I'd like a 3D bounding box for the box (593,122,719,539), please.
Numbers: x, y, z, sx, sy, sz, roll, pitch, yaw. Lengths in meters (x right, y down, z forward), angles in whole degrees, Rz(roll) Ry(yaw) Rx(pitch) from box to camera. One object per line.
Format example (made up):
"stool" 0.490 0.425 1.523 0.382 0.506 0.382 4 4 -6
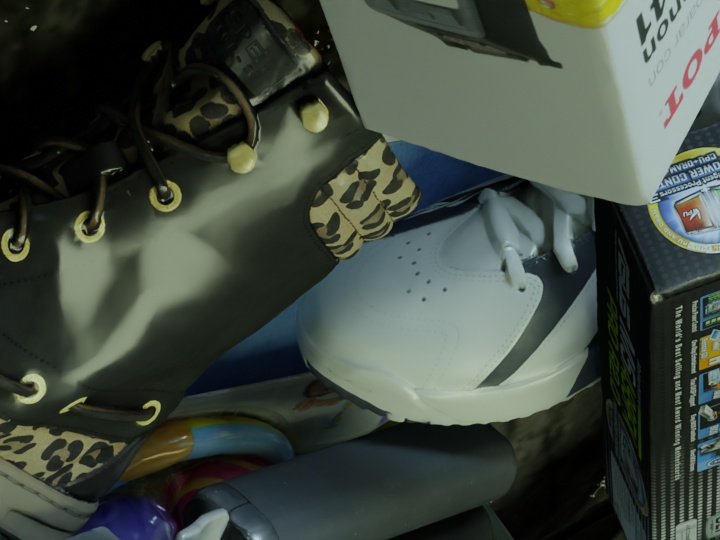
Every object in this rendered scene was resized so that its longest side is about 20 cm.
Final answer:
"box" 0.148 0.014 0.767 0.160 0.044 0.200 -17 150 -5

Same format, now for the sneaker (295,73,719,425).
"sneaker" 0.073 -0.032 0.774 0.199 0.080 0.130 -9 141 1

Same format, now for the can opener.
"can opener" -0.021 0.093 0.766 0.200 0.067 0.053 -15 133 -44

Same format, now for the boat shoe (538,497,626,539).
"boat shoe" 0.033 0.149 1.027 0.200 0.071 0.064 -33 116 7

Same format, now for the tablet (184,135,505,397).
"tablet" 0.000 0.000 0.847 0.200 0.014 0.130 -11 139 -34

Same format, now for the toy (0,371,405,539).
"toy" -0.044 0.081 0.855 0.200 0.047 0.115 -14 149 -33

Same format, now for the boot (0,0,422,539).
"boot" -0.077 -0.018 0.688 0.151 0.073 0.200 -39 142 2

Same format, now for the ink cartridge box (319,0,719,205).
"ink cartridge box" 0.046 -0.132 0.611 0.148 0.086 0.200 -60 153 -22

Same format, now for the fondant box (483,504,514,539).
"fondant box" 0.005 0.151 0.874 0.144 0.200 0.058 -31 103 -2
